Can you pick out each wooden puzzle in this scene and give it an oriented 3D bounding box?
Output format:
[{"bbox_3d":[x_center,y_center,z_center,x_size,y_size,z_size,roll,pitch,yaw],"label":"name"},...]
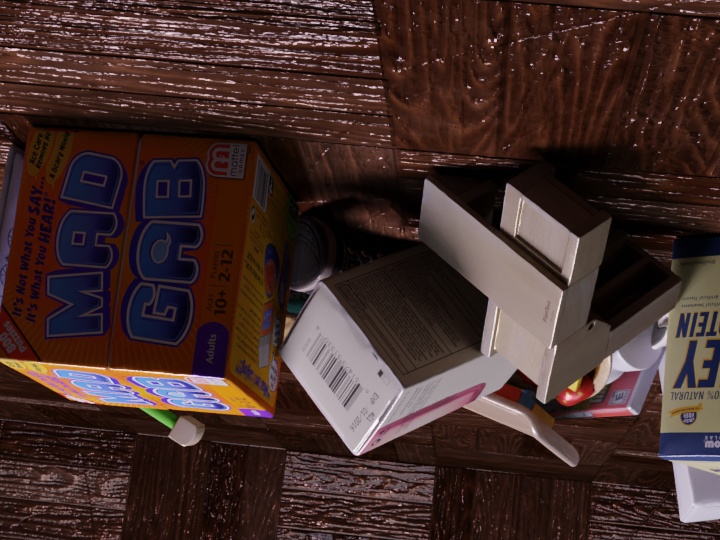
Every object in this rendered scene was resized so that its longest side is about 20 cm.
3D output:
[{"bbox_3d":[0.127,0.130,1.739,0.199,0.037,0.185,27,174,26],"label":"wooden puzzle"}]

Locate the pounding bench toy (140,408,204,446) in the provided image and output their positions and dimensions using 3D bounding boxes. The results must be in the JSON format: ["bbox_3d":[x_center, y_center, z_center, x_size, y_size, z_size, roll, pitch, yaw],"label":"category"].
[{"bbox_3d":[-0.247,0.094,1.898,0.155,0.202,0.124,4,168,7],"label":"pounding bench toy"}]

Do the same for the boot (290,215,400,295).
[{"bbox_3d":[0.000,0.000,1.641,0.150,0.074,0.200,11,171,-14],"label":"boot"}]

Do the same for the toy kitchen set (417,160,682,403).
[{"bbox_3d":[0.168,-0.039,1.434,0.163,0.180,0.201,40,146,29],"label":"toy kitchen set"}]

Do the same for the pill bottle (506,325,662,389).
[{"bbox_3d":[0.209,0.064,1.729,0.112,0.113,0.199,17,164,-39],"label":"pill bottle"}]

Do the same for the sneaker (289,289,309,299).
[{"bbox_3d":[-0.037,0.035,1.830,0.087,0.075,0.200,16,166,-20],"label":"sneaker"}]

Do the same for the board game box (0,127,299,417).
[{"bbox_3d":[-0.177,0.007,1.462,0.198,0.201,0.200,4,167,9],"label":"board game box"}]

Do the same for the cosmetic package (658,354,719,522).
[{"bbox_3d":[0.396,0.159,1.818,0.122,0.201,0.200,-7,167,4],"label":"cosmetic package"}]

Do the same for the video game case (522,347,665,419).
[{"bbox_3d":[0.247,0.094,1.790,0.017,0.144,0.200,38,154,-24],"label":"video game case"}]

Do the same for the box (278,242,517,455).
[{"bbox_3d":[0.049,0.060,1.519,0.199,0.128,0.109,-19,152,-41],"label":"box"}]

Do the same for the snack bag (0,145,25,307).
[{"bbox_3d":[-0.281,0.005,1.537,0.021,0.190,0.200,3,167,20],"label":"snack bag"}]

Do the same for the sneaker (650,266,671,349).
[{"bbox_3d":[0.337,0.044,1.641,0.083,0.081,0.200,12,-178,24],"label":"sneaker"}]

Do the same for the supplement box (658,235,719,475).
[{"bbox_3d":[0.383,0.087,1.537,0.134,0.201,0.199,-4,164,40],"label":"supplement box"}]

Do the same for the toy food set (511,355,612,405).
[{"bbox_3d":[0.155,0.049,1.624,0.199,0.049,0.199,34,146,22],"label":"toy food set"}]

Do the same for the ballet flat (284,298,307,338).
[{"bbox_3d":[-0.101,0.052,1.729,0.199,0.063,0.068,14,-154,37],"label":"ballet flat"}]
